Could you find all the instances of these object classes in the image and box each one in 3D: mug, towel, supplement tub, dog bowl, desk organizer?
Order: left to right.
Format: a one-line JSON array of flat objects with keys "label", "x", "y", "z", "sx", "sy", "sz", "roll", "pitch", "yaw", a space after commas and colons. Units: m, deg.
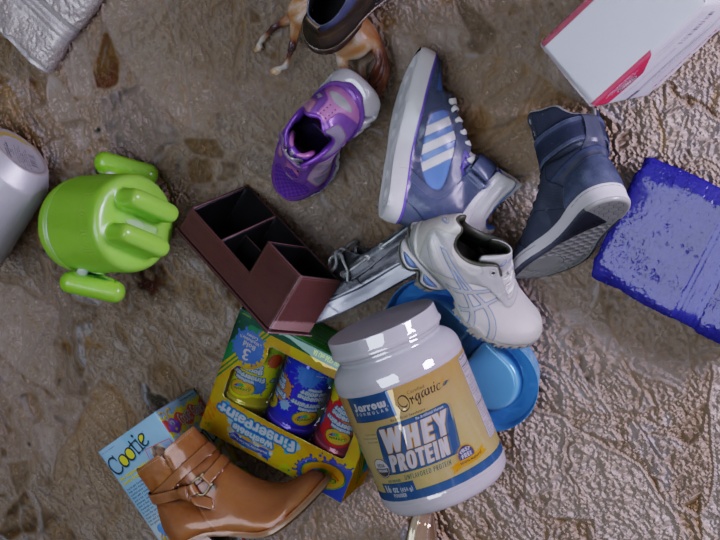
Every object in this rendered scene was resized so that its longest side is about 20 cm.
[{"label": "mug", "x": -0.475, "y": -0.105, "z": 1.798, "sx": 0.187, "sy": 0.149, "sz": 0.153, "roll": 45, "pitch": 107, "yaw": 0}, {"label": "towel", "x": -0.407, "y": -0.351, "z": 1.766, "sx": 0.200, "sy": 0.034, "sz": 0.133, "roll": 46, "pitch": 115, "yaw": 6}, {"label": "desk organizer", "x": -0.117, "y": -0.017, "z": 1.665, "sx": 0.200, "sy": 0.072, "sz": 0.077, "roll": 45, "pitch": 113, "yaw": 35}, {"label": "supplement tub", "x": 0.058, "y": 0.146, "z": 1.576, "sx": 0.145, "sy": 0.145, "sz": 0.200, "roll": -19, "pitch": 99, "yaw": 25}, {"label": "dog bowl", "x": 0.119, "y": 0.089, "z": 1.647, "sx": 0.200, "sy": 0.050, "sz": 0.111, "roll": 44, "pitch": 114, "yaw": 8}, {"label": "towel", "x": 0.356, "y": -0.014, "z": 1.528, "sx": 0.200, "sy": 0.050, "sz": 0.148, "roll": 28, "pitch": 104, "yaw": 15}]

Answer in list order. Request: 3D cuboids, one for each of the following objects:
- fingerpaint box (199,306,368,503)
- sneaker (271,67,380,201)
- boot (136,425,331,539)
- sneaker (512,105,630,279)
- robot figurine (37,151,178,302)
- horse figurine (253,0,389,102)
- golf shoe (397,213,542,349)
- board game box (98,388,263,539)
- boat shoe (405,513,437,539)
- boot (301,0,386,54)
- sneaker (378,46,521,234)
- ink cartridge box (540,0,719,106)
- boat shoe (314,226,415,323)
[{"label": "fingerpaint box", "x": -0.069, "y": 0.150, "z": 1.725, "sx": 0.200, "sy": 0.073, "sz": 0.167, "roll": 27, "pitch": 112, "yaw": 15}, {"label": "sneaker", "x": -0.059, "y": -0.137, "z": 1.620, "sx": 0.080, "sy": 0.088, "sz": 0.200, "roll": 43, "pitch": 140, "yaw": 3}, {"label": "boot", "x": -0.148, "y": 0.242, "z": 1.692, "sx": 0.200, "sy": 0.077, "sz": 0.155, "roll": -34, "pitch": 84, "yaw": 14}, {"label": "sneaker", "x": 0.206, "y": -0.088, "z": 1.557, "sx": 0.202, "sy": 0.077, "sz": 0.146, "roll": -50, "pitch": 48, "yaw": 53}, {"label": "robot figurine", "x": -0.302, "y": -0.055, "z": 1.731, "sx": 0.200, "sy": 0.116, "sz": 0.176, "roll": 0, "pitch": 73, "yaw": 46}, {"label": "horse figurine", "x": -0.038, "y": -0.256, "z": 1.629, "sx": 0.200, "sy": 0.050, "sz": 0.133, "roll": 37, "pitch": 118, "yaw": 12}, {"label": "golf shoe", "x": 0.135, "y": 0.012, "z": 1.548, "sx": 0.200, "sy": 0.078, "sz": 0.097, "roll": 36, "pitch": 140, "yaw": -25}, {"label": "board game box", "x": -0.205, "y": 0.263, "z": 1.792, "sx": 0.105, "sy": 0.103, "sz": 0.200, "roll": -35, "pitch": 89, "yaw": 24}, {"label": "boat shoe", "x": 0.091, "y": 0.368, "z": 1.719, "sx": 0.065, "sy": 0.071, "sz": 0.200, "roll": 0, "pitch": 111, "yaw": 16}, {"label": "boot", "x": 0.006, "y": -0.317, "z": 1.542, "sx": 0.075, "sy": 0.097, "sz": 0.200, "roll": 33, "pitch": 91, "yaw": 3}, {"label": "sneaker", "x": 0.107, "y": -0.131, "z": 1.596, "sx": 0.146, "sy": 0.081, "sz": 0.200, "roll": 12, "pitch": 82, "yaw": -10}, {"label": "ink cartridge box", "x": 0.278, "y": -0.240, "z": 1.420, "sx": 0.145, "sy": 0.200, "sz": 0.083, "roll": -44, "pitch": 80, "yaw": 25}, {"label": "boat shoe", "x": -0.001, "y": 0.000, "z": 1.661, "sx": 0.199, "sy": 0.074, "sz": 0.068, "roll": -28, "pitch": 88, "yaw": 23}]
